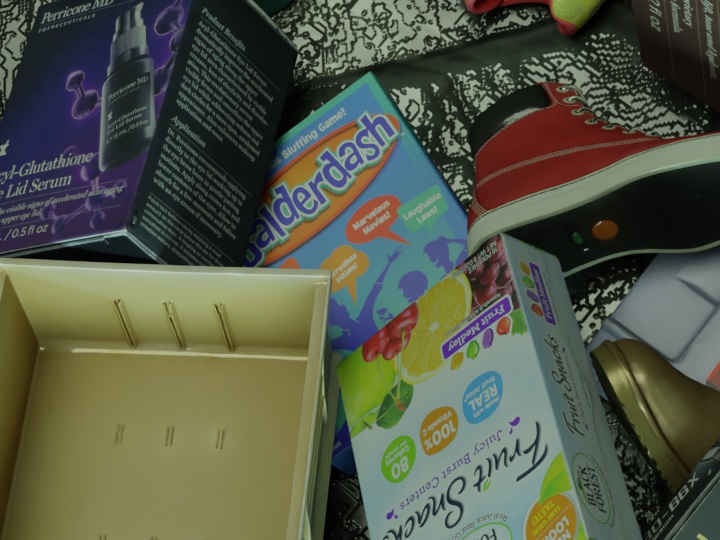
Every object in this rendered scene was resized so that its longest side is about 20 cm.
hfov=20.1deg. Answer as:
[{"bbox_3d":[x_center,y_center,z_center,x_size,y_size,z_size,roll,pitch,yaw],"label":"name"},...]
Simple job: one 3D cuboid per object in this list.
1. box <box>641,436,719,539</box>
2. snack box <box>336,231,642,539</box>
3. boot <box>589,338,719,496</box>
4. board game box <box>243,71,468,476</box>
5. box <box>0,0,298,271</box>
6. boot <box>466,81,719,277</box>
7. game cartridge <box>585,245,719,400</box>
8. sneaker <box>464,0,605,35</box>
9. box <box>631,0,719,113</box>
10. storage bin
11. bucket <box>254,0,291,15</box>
[{"bbox_3d":[0.229,0.189,1.038,0.200,0.050,0.158,38,96,-6],"label":"box"},{"bbox_3d":[0.064,0.100,1.086,0.142,0.053,0.201,-41,45,32],"label":"snack box"},{"bbox_3d":[0.239,0.052,1.084,0.199,0.175,0.066,-36,31,2],"label":"boot"},{"bbox_3d":[0.000,0.000,1.250,0.152,0.045,0.201,-36,64,6],"label":"board game box"},{"bbox_3d":[-0.141,-0.072,1.252,0.147,0.104,0.201,-10,55,35],"label":"box"},{"bbox_3d":[0.156,-0.075,1.189,0.199,0.073,0.145,-14,41,17],"label":"boot"},{"bbox_3d":[0.230,0.016,1.168,0.129,0.038,0.200,36,87,30],"label":"game cartridge"},{"bbox_3d":[0.074,-0.210,1.275,0.199,0.078,0.091,26,85,25],"label":"sneaker"},{"bbox_3d":[0.275,-0.165,1.122,0.200,0.166,0.164,37,75,27],"label":"box"},{"bbox_3d":[-0.120,0.105,1.139,0.198,0.094,0.200,2,59,7],"label":"storage bin"},{"bbox_3d":[-0.112,-0.262,1.327,0.206,0.135,0.209,-7,70,18],"label":"bucket"}]
